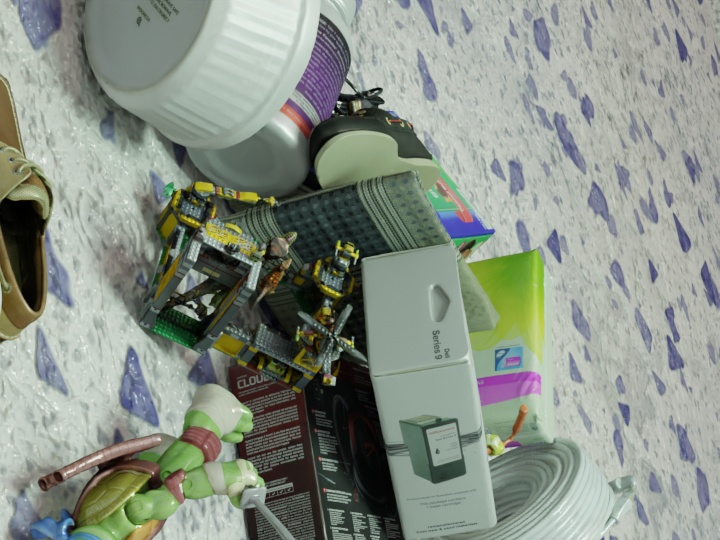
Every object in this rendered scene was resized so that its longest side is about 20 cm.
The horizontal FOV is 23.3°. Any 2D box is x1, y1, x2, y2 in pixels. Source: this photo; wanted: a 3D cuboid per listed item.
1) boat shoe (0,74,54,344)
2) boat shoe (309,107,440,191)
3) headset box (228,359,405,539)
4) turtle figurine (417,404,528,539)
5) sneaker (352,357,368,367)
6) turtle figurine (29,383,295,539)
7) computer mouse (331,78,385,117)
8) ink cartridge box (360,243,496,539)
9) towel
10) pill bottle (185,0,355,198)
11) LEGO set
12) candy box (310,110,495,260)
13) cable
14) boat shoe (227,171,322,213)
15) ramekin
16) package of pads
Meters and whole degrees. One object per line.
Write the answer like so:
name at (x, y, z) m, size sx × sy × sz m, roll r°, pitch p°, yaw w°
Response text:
boat shoe at (-0.240, -0.044, 1.181) m, size 0.076 × 0.073 × 0.202 m, roll 28°, pitch 50°, yaw -57°
boat shoe at (0.003, -0.102, 1.491) m, size 0.063 × 0.074 × 0.201 m, roll 56°, pitch 18°, yaw 17°
headset box at (-0.035, 0.159, 1.477) m, size 0.148 × 0.074 × 0.202 m, roll 21°, pitch 56°, yaw -60°
turtle figurine at (0.064, 0.188, 1.588) m, size 0.064 × 0.200 × 0.162 m, roll 43°, pitch 52°, yaw -11°
sneaker at (0.003, 0.075, 1.617) m, size 0.090 × 0.066 × 0.202 m, roll -19°, pitch 94°, yaw -69°
turtle figurine at (-0.119, 0.182, 1.216) m, size 0.194 × 0.198 × 0.145 m, roll -66°, pitch 167°, yaw -60°
computer mouse at (-0.067, -0.209, 1.631) m, size 0.200 × 0.044 × 0.110 m, roll 45°, pitch 24°, yaw 2°
ink cartridge box at (0.056, 0.101, 1.452) m, size 0.147 × 0.083 × 0.201 m, roll -95°, pitch 176°, yaw -49°
towel at (0.000, 0.000, 1.498) m, size 0.035 × 0.191 × 0.201 m, roll -84°, pitch 152°, yaw -43°
pill bottle at (-0.070, -0.169, 1.500) m, size 0.112 × 0.111 × 0.201 m, roll 53°, pitch 43°, yaw -36°
LEGO set at (-0.075, -0.002, 1.370) m, size 0.199 × 0.116 × 0.154 m, roll 32°, pitch 46°, yaw -9°
candy box at (0.021, -0.073, 1.671) m, size 0.169 × 0.077 × 0.200 m, roll 50°, pitch 22°, yaw 13°
cable at (0.143, 0.241, 1.653) m, size 0.200 × 0.199 × 0.070 m, roll -43°, pitch 109°, yaw -38°
boat shoe at (-0.026, -0.042, 1.545) m, size 0.199 × 0.075 × 0.062 m, roll 30°, pitch 31°, yaw -2°
ramekin at (-0.134, -0.202, 1.374) m, size 0.094 × 0.201 × 0.205 m, roll 15°, pitch 60°, yaw -46°
package of pads at (0.112, 0.086, 1.739) m, size 0.068 × 0.153 × 0.202 m, roll 56°, pitch 31°, yaw -48°
